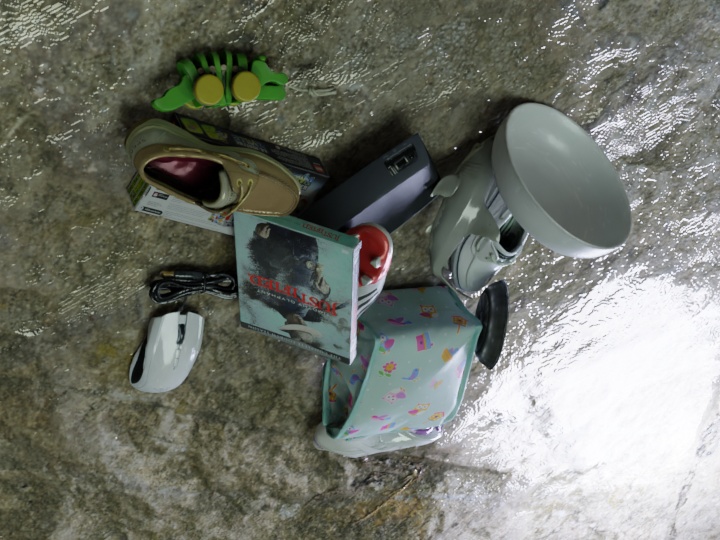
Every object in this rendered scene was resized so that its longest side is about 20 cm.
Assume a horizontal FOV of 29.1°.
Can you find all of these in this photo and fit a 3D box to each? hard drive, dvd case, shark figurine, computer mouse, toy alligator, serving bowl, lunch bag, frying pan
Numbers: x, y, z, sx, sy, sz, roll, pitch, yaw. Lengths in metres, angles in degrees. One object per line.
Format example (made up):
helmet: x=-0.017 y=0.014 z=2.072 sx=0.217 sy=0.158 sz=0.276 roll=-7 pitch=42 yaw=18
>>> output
hard drive: x=0.004 y=-0.067 z=1.579 sx=0.199 sy=0.043 sz=0.135 roll=-35 pitch=161 yaw=2
dvd case: x=-0.071 y=0.016 z=1.547 sx=0.144 sy=0.022 sz=0.201 roll=19 pitch=142 yaw=13
shark figurine: x=0.125 y=-0.044 z=1.640 sx=0.128 sy=0.089 sz=0.216 roll=-35 pitch=149 yaw=-53
computer mouse: x=-0.215 y=0.081 z=1.631 sx=0.108 sy=0.044 sz=0.201 roll=0 pitch=131 yaw=-32
toy alligator: x=-0.118 y=-0.196 z=1.403 sx=0.197 sy=0.059 sz=0.055 roll=-9 pitch=95 yaw=-23
serving bowl: x=0.222 y=-0.094 z=1.607 sx=0.198 sy=0.202 sz=0.066 roll=11 pitch=142 yaw=-38
lunch bag: x=0.046 y=0.128 z=1.776 sx=0.168 sy=0.122 sz=0.202 roll=-5 pitch=128 yaw=-27
frying pan: x=0.161 y=0.060 z=1.794 sx=0.030 sy=0.190 sz=0.117 roll=8 pitch=99 yaw=-9

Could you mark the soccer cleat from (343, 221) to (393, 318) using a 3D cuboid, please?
soccer cleat: x=0.000 y=0.000 z=1.580 sx=0.085 sy=0.069 sz=0.201 roll=-39 pitch=165 yaw=-36

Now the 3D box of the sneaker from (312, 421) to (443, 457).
sneaker: x=0.022 y=0.214 z=1.902 sx=0.198 sy=0.076 sz=0.100 roll=5 pitch=148 yaw=-34

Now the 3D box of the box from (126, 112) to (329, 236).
box: x=-0.141 y=-0.094 z=1.503 sx=0.198 sy=0.035 sz=0.110 roll=15 pitch=123 yaw=-40

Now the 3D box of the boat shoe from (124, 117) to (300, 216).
boat shoe: x=-0.147 y=-0.089 z=1.414 sx=0.198 sy=0.067 sz=0.074 roll=16 pitch=123 yaw=-28

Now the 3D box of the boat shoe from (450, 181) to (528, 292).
boat shoe: x=0.168 y=-0.039 z=1.718 sx=0.073 sy=0.067 sz=0.202 roll=-5 pitch=134 yaw=-26
